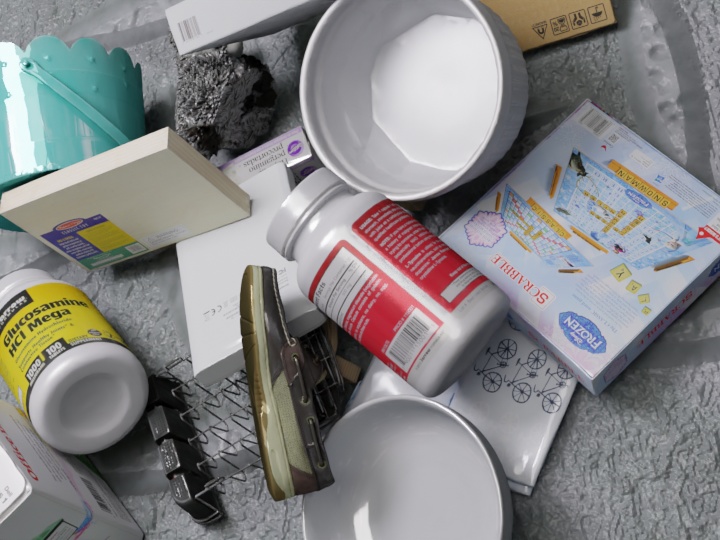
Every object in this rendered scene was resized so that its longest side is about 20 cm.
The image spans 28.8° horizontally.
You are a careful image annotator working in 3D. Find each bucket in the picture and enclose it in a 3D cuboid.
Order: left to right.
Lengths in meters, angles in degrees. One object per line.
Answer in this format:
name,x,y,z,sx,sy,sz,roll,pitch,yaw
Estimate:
bucket,-0.305,-0.130,1.403,0.206,0.207,0.135,-16,74,15

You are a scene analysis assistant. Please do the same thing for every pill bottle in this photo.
pill bottle,-0.290,0.079,1.341,0.112,0.112,0.200,-48,42,-2
pill bottle,0.020,0.006,1.197,0.200,0.112,0.112,40,87,13

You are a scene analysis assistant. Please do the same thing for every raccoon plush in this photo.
raccoon plush,-0.180,-0.174,1.398,0.134,0.097,0.200,29,47,31

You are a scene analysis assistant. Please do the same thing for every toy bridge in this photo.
toy bridge,0.000,0.000,1.301,0.027,0.067,0.201,3,68,55

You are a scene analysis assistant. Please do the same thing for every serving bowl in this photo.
serving bowl,0.047,0.206,1.188,0.199,0.066,0.201,-5,81,34

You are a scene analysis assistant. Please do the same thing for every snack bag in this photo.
snack bag,0.101,0.080,1.257,0.199,0.021,0.189,20,78,27

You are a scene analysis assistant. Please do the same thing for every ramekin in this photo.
ramekin,0.055,-0.162,1.257,0.199,0.105,0.201,2,95,28

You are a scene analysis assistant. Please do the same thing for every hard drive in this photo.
hard drive,-0.107,0.000,1.309,0.132,0.026,0.200,-29,44,14

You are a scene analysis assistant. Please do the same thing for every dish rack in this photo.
dish rack,-0.106,0.122,1.290,0.200,0.055,0.154,-32,59,13

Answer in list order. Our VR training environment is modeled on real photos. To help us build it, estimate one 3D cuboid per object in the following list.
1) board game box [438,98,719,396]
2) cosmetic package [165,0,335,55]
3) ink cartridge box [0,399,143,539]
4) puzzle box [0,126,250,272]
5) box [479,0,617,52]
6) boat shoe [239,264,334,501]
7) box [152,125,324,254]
board game box,0.203,-0.025,1.232,0.199,0.041,0.200,-42,60,-9
cosmetic package,-0.062,-0.265,1.326,0.200,0.151,0.052,-15,95,37
ink cartridge box,-0.306,0.198,1.267,0.084,0.200,0.145,-44,60,0
puzzle box,-0.222,-0.063,1.326,0.199,0.133,0.026,-17,56,24
box,0.128,-0.286,1.343,0.199,0.021,0.164,-15,100,15
boat shoe,-0.062,0.093,1.199,0.066,0.072,0.202,-7,85,-13
box,-0.134,-0.079,1.402,0.199,0.041,0.039,-25,64,10
